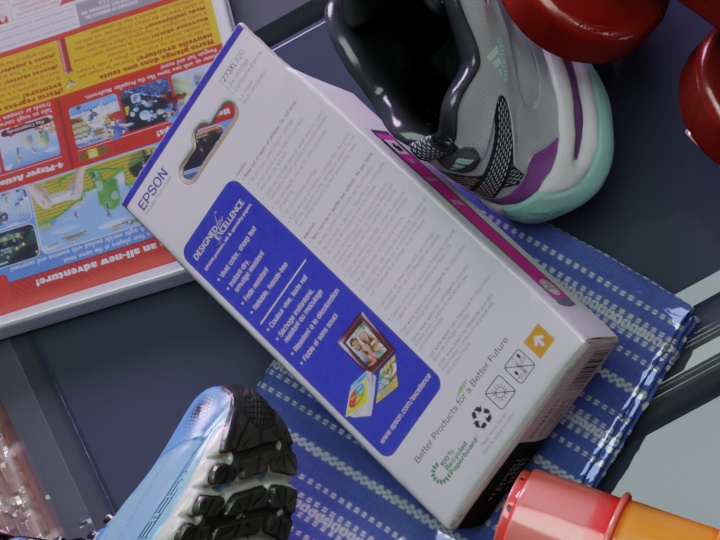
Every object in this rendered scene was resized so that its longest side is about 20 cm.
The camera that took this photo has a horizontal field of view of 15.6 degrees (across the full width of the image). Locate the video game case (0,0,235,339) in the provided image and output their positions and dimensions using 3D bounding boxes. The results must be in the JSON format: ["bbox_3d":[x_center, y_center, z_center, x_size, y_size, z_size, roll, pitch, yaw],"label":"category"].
[{"bbox_3d":[-0.120,-0.081,1.120,0.143,0.017,0.200,-17,71,7],"label":"video game case"}]

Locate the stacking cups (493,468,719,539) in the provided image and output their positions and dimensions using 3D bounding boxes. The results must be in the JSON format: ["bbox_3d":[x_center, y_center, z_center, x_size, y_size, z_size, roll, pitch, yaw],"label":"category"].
[{"bbox_3d":[0.145,0.127,0.966,0.200,0.061,0.061,17,78,11],"label":"stacking cups"}]

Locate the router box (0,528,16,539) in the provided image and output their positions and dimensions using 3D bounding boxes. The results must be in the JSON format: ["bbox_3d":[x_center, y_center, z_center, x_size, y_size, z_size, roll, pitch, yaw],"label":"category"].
[{"bbox_3d":[-0.241,0.166,1.049,0.150,0.062,0.200,22,80,19],"label":"router box"}]

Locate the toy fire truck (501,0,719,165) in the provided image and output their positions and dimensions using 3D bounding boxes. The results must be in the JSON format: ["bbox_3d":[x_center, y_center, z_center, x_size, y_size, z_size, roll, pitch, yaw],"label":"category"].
[{"bbox_3d":[0.158,-0.141,0.978,0.200,0.112,0.168,34,60,0],"label":"toy fire truck"}]

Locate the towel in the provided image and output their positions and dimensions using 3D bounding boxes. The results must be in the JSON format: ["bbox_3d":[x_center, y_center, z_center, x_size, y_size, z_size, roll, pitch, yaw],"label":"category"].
[{"bbox_3d":[0.026,0.067,1.045,0.145,0.024,0.200,29,80,21],"label":"towel"}]

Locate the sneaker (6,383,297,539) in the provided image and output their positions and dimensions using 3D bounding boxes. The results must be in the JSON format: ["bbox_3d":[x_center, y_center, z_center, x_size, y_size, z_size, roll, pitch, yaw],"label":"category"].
[{"bbox_3d":[-0.104,0.119,0.981,0.090,0.078,0.200,41,103,27],"label":"sneaker"}]

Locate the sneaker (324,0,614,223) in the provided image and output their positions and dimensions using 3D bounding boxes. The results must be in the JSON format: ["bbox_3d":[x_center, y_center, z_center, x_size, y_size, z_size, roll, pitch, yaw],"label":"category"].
[{"bbox_3d":[0.029,-0.125,1.025,0.078,0.140,0.200,-29,60,30],"label":"sneaker"}]

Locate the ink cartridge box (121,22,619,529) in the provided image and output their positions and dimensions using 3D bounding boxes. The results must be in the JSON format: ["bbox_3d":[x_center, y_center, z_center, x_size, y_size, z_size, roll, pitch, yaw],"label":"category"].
[{"bbox_3d":[0.000,0.000,1.026,0.200,0.037,0.095,43,110,21],"label":"ink cartridge box"}]

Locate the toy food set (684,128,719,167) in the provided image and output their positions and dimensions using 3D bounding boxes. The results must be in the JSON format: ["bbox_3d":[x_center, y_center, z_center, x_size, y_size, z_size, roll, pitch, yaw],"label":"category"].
[{"bbox_3d":[0.244,-0.074,1.015,0.200,0.060,0.144,-44,70,-3],"label":"toy food set"}]
